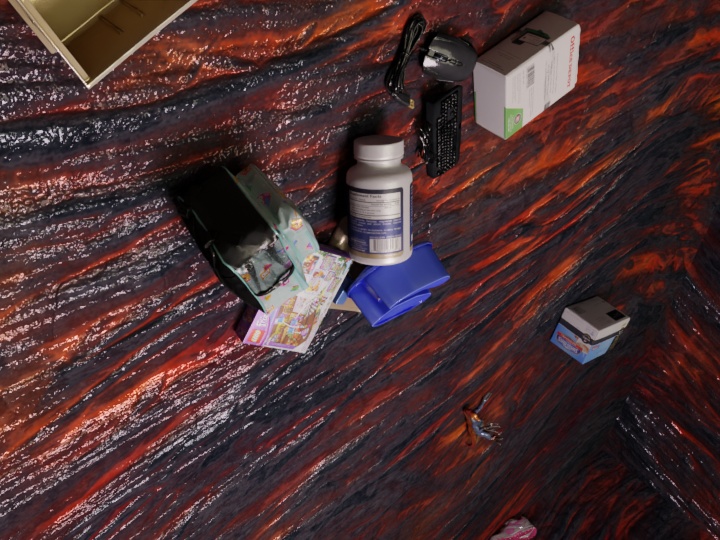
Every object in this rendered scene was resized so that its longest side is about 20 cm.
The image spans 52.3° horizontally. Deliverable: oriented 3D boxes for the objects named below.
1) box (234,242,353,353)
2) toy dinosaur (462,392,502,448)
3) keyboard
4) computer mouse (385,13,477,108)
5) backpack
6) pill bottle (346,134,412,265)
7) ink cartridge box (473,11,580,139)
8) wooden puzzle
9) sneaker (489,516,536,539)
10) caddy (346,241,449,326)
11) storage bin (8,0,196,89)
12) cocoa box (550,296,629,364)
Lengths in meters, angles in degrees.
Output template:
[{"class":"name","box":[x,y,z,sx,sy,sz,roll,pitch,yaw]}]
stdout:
[{"class":"box","box":[-0.114,0.043,1.265,0.137,0.039,0.200,15,109,-40]},{"class":"toy dinosaur","box":[0.343,0.463,2.163,0.181,0.105,0.200,29,112,-35]},{"class":"keyboard","box":[0.150,-0.232,1.318,0.104,0.040,0.200,-33,148,-14]},{"class":"computer mouse","box":[0.128,-0.328,1.221,0.200,0.046,0.141,5,116,-51]},{"class":"backpack","box":[-0.151,-0.039,1.053,0.153,0.176,0.200,-35,147,-16]},{"class":"pill bottle","box":[0.032,-0.119,1.223,0.111,0.111,0.201,-19,117,-38]},{"class":"ink cartridge box","box":[0.309,-0.364,1.362,0.200,0.084,0.146,-38,144,-20]},{"class":"wooden puzzle","box":[0.000,0.000,1.374,0.200,0.046,0.186,14,110,-53]},{"class":"sneaker","box":[0.630,1.096,3.069,0.199,0.088,0.082,-17,123,-8]},{"class":"caddy","box":[0.065,0.015,1.339,0.200,0.105,0.141,-23,162,-42]},{"class":"storage bin","box":[-0.267,-0.330,0.723,0.200,0.094,0.199,-44,145,-11]},{"class":"cocoa box","box":[0.716,0.184,2.288,0.200,0.133,0.132,-13,131,-43]}]
